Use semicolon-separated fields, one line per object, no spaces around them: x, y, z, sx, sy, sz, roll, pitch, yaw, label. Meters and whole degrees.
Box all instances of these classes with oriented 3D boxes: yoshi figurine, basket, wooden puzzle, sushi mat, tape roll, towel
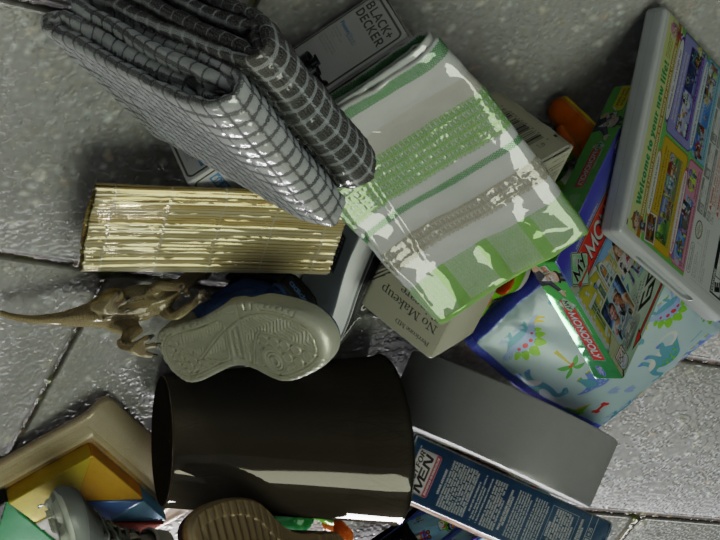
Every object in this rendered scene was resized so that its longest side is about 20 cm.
0.126;-0.051;1.546;0.200;0.112;0.112;-50;176;4;yoshi figurine
-0.072;0.145;1.577;0.199;0.180;0.137;0;115;-16;basket
-0.259;0.211;1.627;0.200;0.037;0.185;-32;138;5;wooden puzzle
-0.110;-0.029;1.394;0.199;0.012;0.096;1;142;-15;sushi mat
0.124;0.141;1.633;0.200;0.200;0.066;28;83;-43;tape roll
0.054;-0.062;1.349;0.149;0.031;0.200;-31;113;24;towel
-0.098;-0.127;1.263;0.086;0.200;0.166;-54;142;-8;towel

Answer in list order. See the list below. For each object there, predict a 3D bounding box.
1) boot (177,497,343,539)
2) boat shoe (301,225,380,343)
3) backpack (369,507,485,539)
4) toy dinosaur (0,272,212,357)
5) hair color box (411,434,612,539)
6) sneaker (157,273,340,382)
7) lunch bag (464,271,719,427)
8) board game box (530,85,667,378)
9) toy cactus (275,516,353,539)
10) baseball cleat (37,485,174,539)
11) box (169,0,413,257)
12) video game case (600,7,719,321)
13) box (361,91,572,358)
-0.127;0.247;1.545;0.166;0.073;0.200;-20;156;32;boot
0.000;0.000;1.535;0.066;0.070;0.201;4;122;-29;boat shoe
0.113;0.294;1.837;0.200;0.135;0.182;-43;137;13;backpack
-0.190;0.032;1.444;0.199;0.101;0.058;-16;107;-17;toy dinosaur
0.124;0.220;1.715;0.199;0.100;0.061;25;82;-3;hair color box
-0.065;0.034;1.459;0.111;0.200;0.077;-39;106;-37;sneaker
0.200;0.033;1.622;0.170;0.128;0.200;-43;147;16;lunch bag
0.207;-0.032;1.476;0.029;0.200;0.135;-2;136;38;board game box
-0.080;0.243;1.724;0.164;0.103;0.200;-8;145;-7;toy cactus
-0.217;0.235;1.609;0.106;0.070;0.200;-19;149;-13;baseball cleat
-0.033;-0.110;1.406;0.200;0.060;0.117;-33;139;5;box
0.266;-0.085;1.514;0.022;0.201;0.182;-2;155;39;video game case
0.081;-0.035;1.441;0.068;0.082;0.200;-29;150;-50;box
